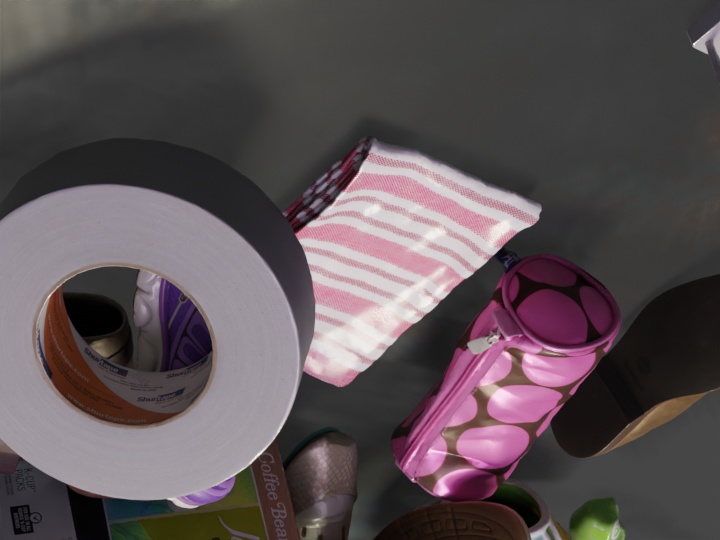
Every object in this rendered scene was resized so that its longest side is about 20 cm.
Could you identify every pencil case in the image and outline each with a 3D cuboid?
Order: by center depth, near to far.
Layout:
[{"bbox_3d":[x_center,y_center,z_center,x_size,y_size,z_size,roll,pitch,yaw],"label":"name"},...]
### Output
[{"bbox_3d":[0.087,0.074,1.725,0.094,0.091,0.200,-29,158,-39],"label":"pencil case"}]

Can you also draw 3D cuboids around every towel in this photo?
[{"bbox_3d":[0.000,0.000,1.635,0.146,0.030,0.200,17,134,-39],"label":"towel"}]

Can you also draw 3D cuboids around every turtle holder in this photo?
[{"bbox_3d":[0.104,0.221,1.894,0.184,0.141,0.132,5,122,-8],"label":"turtle holder"}]

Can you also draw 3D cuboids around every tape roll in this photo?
[{"bbox_3d":[-0.127,0.028,1.507,0.199,0.066,0.201,4,117,7],"label":"tape roll"}]

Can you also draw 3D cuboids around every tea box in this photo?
[{"bbox_3d":[-0.139,0.214,1.732,0.196,0.201,0.134,-6,146,-15],"label":"tea box"}]

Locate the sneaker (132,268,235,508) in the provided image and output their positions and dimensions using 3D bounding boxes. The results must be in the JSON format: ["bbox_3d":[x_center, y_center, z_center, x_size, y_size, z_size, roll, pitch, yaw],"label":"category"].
[{"bbox_3d":[-0.088,0.063,1.585,0.083,0.081,0.201,14,128,17],"label":"sneaker"}]

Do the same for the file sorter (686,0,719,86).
[{"bbox_3d":[0.314,-0.129,1.491,0.138,0.125,0.200,18,134,-39],"label":"file sorter"}]

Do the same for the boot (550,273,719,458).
[{"bbox_3d":[0.218,0.058,1.785,0.200,0.074,0.075,-37,159,35],"label":"boot"}]

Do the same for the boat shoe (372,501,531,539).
[{"bbox_3d":[0.039,0.207,1.800,0.200,0.072,0.065,-28,162,30],"label":"boat shoe"}]

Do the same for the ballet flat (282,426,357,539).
[{"bbox_3d":[-0.035,0.184,1.850,0.067,0.062,0.200,-17,151,-29],"label":"ballet flat"}]

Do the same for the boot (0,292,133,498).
[{"bbox_3d":[-0.164,0.072,1.641,0.199,0.070,0.147,-1,141,-20],"label":"boot"}]
